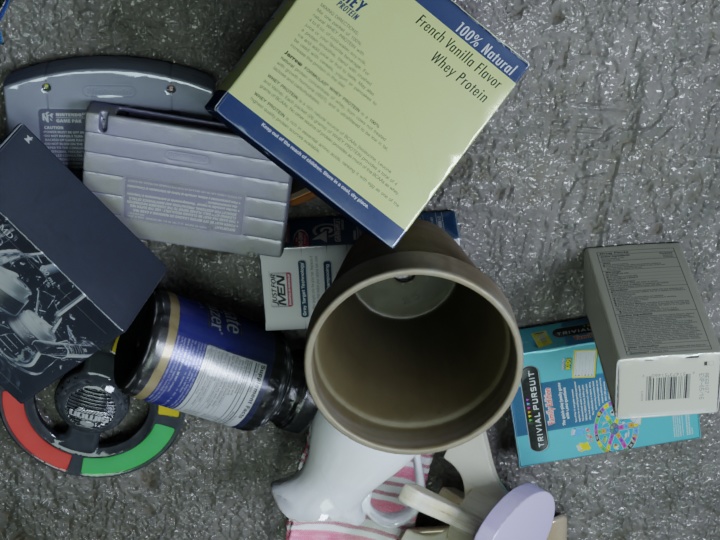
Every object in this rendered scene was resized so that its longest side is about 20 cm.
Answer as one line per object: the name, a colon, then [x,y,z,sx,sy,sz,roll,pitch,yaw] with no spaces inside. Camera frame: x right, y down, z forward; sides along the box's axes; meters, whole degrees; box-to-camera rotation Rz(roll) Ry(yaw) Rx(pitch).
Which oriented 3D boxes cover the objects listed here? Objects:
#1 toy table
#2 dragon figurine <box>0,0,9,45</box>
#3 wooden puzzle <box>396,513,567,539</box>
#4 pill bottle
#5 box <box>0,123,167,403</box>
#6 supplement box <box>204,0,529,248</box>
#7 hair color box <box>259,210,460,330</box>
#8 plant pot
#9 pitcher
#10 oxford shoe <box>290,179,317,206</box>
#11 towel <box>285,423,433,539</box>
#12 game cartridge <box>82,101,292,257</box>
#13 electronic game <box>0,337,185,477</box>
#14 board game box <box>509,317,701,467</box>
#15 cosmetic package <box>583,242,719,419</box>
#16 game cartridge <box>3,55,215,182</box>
toy table: [0.119,0.265,1.727,0.117,0.200,0.184,28,79,22]
dragon figurine: [-0.367,-0.190,1.482,0.059,0.100,0.200,39,113,-23]
wooden puzzle: [0.139,0.357,1.878,0.199,0.037,0.186,-6,124,-5]
pill bottle: [-0.140,0.098,1.654,0.199,0.112,0.112,19,119,-24]
box: [-0.323,-0.003,1.551,0.200,0.104,0.182,45,129,-15]
supplement box: [0.002,-0.163,1.439,0.200,0.134,0.200,37,90,-12]
hair color box: [0.000,0.000,1.638,0.198,0.061,0.101,-3,121,-1]
plant pot: [0.044,0.041,1.528,0.198,0.174,0.201,-1,121,-2]
pitcher: [0.021,0.178,1.706,0.171,0.121,0.201,17,113,-30]
oxford shoe: [0.007,-0.103,1.573,0.199,0.072,0.071,-24,130,13]
towel: [0.003,0.232,1.799,0.145,0.030,0.201,9,120,-9]
game cartridge: [-0.164,-0.084,1.547,0.199,0.038,0.130,9,125,0]
electronic game: [-0.283,0.137,1.721,0.198,0.042,0.201,-1,122,-2]
board game box: [0.255,0.122,1.731,0.199,0.047,0.152,-9,122,3]
cosmetic package: [0.284,0.056,1.603,0.103,0.200,0.074,-3,121,1]
game cartridge: [-0.237,-0.138,1.558,0.198,0.041,0.134,1,125,-3]
